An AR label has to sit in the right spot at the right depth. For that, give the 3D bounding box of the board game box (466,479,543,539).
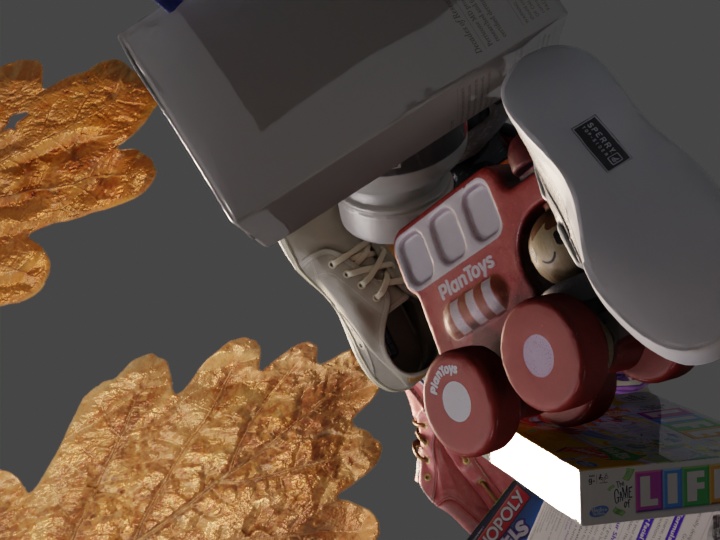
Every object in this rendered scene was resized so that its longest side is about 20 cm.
[{"bbox_3d":[0.173,0.196,1.086,0.200,0.200,0.062,44,-168,36],"label":"board game box"}]

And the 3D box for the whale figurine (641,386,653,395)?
[{"bbox_3d":[0.196,0.116,1.227,0.159,0.104,0.200,13,-134,-46],"label":"whale figurine"}]

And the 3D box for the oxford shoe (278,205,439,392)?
[{"bbox_3d":[0.000,0.000,0.988,0.058,0.075,0.200,-11,113,56],"label":"oxford shoe"}]

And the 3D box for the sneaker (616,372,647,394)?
[{"bbox_3d":[0.181,0.054,0.943,0.083,0.081,0.200,44,178,26],"label":"sneaker"}]

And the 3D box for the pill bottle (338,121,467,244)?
[{"bbox_3d":[0.014,-0.121,0.902,0.111,0.110,0.200,-121,19,-51],"label":"pill bottle"}]

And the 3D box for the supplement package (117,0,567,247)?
[{"bbox_3d":[-0.007,-0.119,0.735,0.120,0.200,0.121,57,180,6],"label":"supplement package"}]

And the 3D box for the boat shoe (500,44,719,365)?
[{"bbox_3d":[0.127,-0.025,0.650,0.200,0.072,0.068,62,-179,42],"label":"boat shoe"}]

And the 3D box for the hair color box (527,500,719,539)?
[{"bbox_3d":[0.208,0.194,0.943,0.065,0.110,0.200,24,179,-29],"label":"hair color box"}]

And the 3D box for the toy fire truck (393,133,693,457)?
[{"bbox_3d":[0.104,0.009,0.825,0.200,0.112,0.168,-39,68,49],"label":"toy fire truck"}]

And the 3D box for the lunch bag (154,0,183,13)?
[{"bbox_3d":[-0.043,-0.199,0.593,0.128,0.170,0.200,57,-177,-1],"label":"lunch bag"}]

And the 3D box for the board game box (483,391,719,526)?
[{"bbox_3d":[0.167,0.117,0.882,0.200,0.134,0.034,-160,67,-76],"label":"board game box"}]

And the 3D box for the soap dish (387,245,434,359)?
[{"bbox_3d":[0.116,0.020,1.109,0.200,0.081,0.157,13,-147,-40],"label":"soap dish"}]

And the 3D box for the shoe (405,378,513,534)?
[{"bbox_3d":[0.071,0.150,1.250,0.200,0.091,0.071,45,-173,5],"label":"shoe"}]

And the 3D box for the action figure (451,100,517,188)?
[{"bbox_3d":[0.084,-0.078,0.998,0.200,0.105,0.193,56,172,-32],"label":"action figure"}]
